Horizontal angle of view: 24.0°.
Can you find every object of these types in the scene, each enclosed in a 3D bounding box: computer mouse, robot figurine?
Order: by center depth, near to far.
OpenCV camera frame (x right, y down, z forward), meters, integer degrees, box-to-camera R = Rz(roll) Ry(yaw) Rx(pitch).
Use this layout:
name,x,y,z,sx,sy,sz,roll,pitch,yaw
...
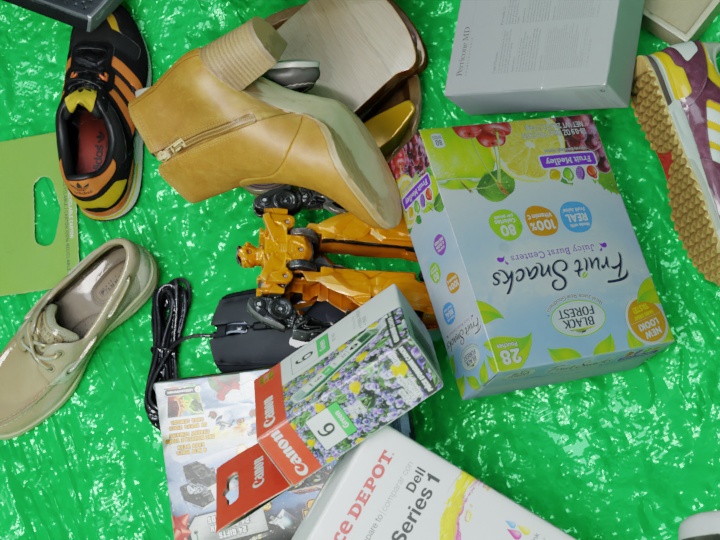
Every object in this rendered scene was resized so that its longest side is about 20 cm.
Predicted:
name,x,y,z,sx,sy,sz,roll,pitch,yaw
robot figurine,0.000,0.000,1.337,0.198,0.058,0.146,4,59,-4
computer mouse,-0.086,0.076,1.364,0.198,0.046,0.142,6,74,10

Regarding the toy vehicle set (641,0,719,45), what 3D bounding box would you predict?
name,x,y,z,sx,sy,sz,roll,pitch,yaw
toy vehicle set,0.282,-0.294,1.423,0.124,0.027,0.200,37,83,17

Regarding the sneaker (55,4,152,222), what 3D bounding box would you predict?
name,x,y,z,sx,sy,sz,roll,pitch,yaw
sneaker,-0.220,-0.148,1.427,0.069,0.090,0.202,-4,73,8

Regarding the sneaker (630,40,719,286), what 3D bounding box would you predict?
name,x,y,z,sx,sy,sz,roll,pitch,yaw
sneaker,0.286,-0.088,1.339,0.089,0.075,0.202,-16,82,-13

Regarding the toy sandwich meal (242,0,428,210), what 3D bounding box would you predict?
name,x,y,z,sx,sy,sz,roll,pitch,yaw
toy sandwich meal,-0.036,-0.149,1.409,0.203,0.070,0.207,-2,74,8

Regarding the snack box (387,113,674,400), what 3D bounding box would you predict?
name,x,y,z,sx,sy,sz,roll,pitch,yaw
snack box,0.131,-0.014,1.307,0.167,0.068,0.202,-8,71,-29

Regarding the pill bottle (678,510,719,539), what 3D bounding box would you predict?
name,x,y,z,sx,sy,sz,roll,pitch,yaw
pill bottle,0.287,0.278,1.213,0.111,0.113,0.202,-1,74,9

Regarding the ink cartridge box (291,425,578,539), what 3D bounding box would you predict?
name,x,y,z,sx,sy,sz,roll,pitch,yaw
ink cartridge box,0.054,0.220,1.251,0.199,0.084,0.146,31,84,-1

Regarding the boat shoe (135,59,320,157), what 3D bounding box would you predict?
name,x,y,z,sx,sy,sz,roll,pitch,yaw
boat shoe,-0.106,-0.132,1.376,0.199,0.067,0.058,-6,93,41

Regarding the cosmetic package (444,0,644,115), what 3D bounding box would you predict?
name,x,y,z,sx,sy,sz,roll,pitch,yaw
cosmetic package,0.158,-0.231,1.384,0.150,0.052,0.202,2,73,33

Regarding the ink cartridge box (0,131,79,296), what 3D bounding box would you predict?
name,x,y,z,sx,sy,sz,roll,pitch,yaw
ink cartridge box,-0.345,-0.051,1.427,0.198,0.076,0.149,-8,73,8

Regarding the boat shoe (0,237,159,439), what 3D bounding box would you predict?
name,x,y,z,sx,sy,sz,roll,pitch,yaw
boat shoe,-0.249,0.053,1.384,0.072,0.065,0.200,44,90,17

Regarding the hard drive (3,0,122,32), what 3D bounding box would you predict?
name,x,y,z,sx,sy,sz,roll,pitch,yaw
hard drive,-0.235,-0.298,1.474,0.134,0.042,0.201,20,60,14

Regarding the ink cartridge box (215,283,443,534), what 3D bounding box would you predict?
name,x,y,z,sx,sy,sz,roll,pitch,yaw
ink cartridge box,-0.038,0.100,1.243,0.199,0.109,0.051,-34,109,7

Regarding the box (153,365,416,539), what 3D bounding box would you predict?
name,x,y,z,sx,sy,sz,roll,pitch,yaw
box,-0.055,0.142,1.326,0.198,0.040,0.138,-7,89,6

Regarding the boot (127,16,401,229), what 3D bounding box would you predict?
name,x,y,z,sx,sy,sz,roll,pitch,yaw
boot,-0.075,-0.085,1.306,0.144,0.071,0.202,-33,103,29
